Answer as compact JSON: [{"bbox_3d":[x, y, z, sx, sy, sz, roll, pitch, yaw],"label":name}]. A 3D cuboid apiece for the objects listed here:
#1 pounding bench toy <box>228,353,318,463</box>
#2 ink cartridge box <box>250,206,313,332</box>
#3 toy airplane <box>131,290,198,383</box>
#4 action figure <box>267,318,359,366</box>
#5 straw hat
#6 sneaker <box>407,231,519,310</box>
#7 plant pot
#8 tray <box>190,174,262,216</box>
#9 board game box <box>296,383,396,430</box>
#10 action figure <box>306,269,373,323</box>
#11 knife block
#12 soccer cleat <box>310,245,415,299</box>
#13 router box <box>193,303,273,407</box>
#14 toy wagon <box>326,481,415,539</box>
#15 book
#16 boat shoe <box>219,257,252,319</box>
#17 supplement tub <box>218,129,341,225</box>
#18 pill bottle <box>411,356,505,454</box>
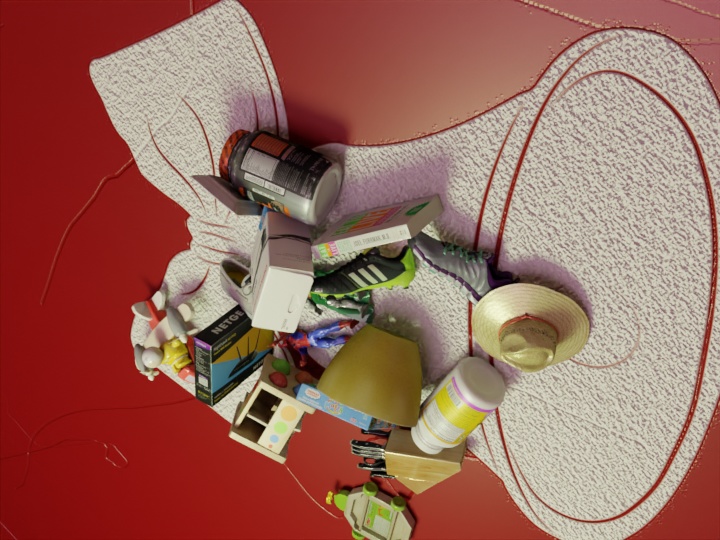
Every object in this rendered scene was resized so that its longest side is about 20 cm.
[{"bbox_3d":[-0.166,0.253,1.829,0.123,0.200,0.157,28,108,-9],"label":"pounding bench toy"},{"bbox_3d":[-0.143,-0.012,1.617,0.083,0.201,0.146,9,128,-15],"label":"ink cartridge box"},{"bbox_3d":[-0.419,0.147,1.915,0.197,0.141,0.203,11,122,25],"label":"toy airplane"},{"bbox_3d":[-0.097,0.145,1.757,0.198,0.099,0.066,-10,111,37],"label":"action figure"},{"bbox_3d":[0.278,0.121,1.491,0.198,0.086,0.203,7,131,9],"label":"straw hat"},{"bbox_3d":[0.173,-0.021,1.517,0.199,0.075,0.088,37,120,-14],"label":"sneaker"},{"bbox_3d":[0.035,0.182,1.655,0.198,0.200,0.144,21,90,18],"label":"plant pot"},{"bbox_3d":[-0.232,-0.140,1.625,0.107,0.200,0.022,41,98,4],"label":"tray"},{"bbox_3d":[-0.019,0.260,1.722,0.149,0.200,0.037,20,87,19],"label":"board game box"},{"bbox_3d":[-0.075,0.041,1.712,0.198,0.055,0.120,11,125,30],"label":"action figure"},{"bbox_3d":[0.085,0.350,1.762,0.175,0.064,0.200,39,131,-13],"label":"knife block"},{"bbox_3d":[0.000,0.000,1.588,0.197,0.068,0.082,-9,105,-11],"label":"soccer cleat"},{"bbox_3d":[-0.248,0.152,1.778,0.051,0.200,0.151,21,126,24],"label":"router box"},{"bbox_3d":[0.020,0.521,1.940,0.198,0.040,0.157,25,126,17],"label":"toy wagon"},{"bbox_3d":[0.029,-0.070,1.531,0.198,0.133,0.049,-12,107,34],"label":"book"},{"bbox_3d":[-0.205,0.031,1.738,0.201,0.074,0.087,37,149,36],"label":"boat shoe"},{"bbox_3d":[-0.142,-0.169,1.581,0.198,0.123,0.124,24,127,17],"label":"supplement tub"},{"bbox_3d":[0.172,0.255,1.654,0.104,0.104,0.201,40,130,4],"label":"pill bottle"}]
